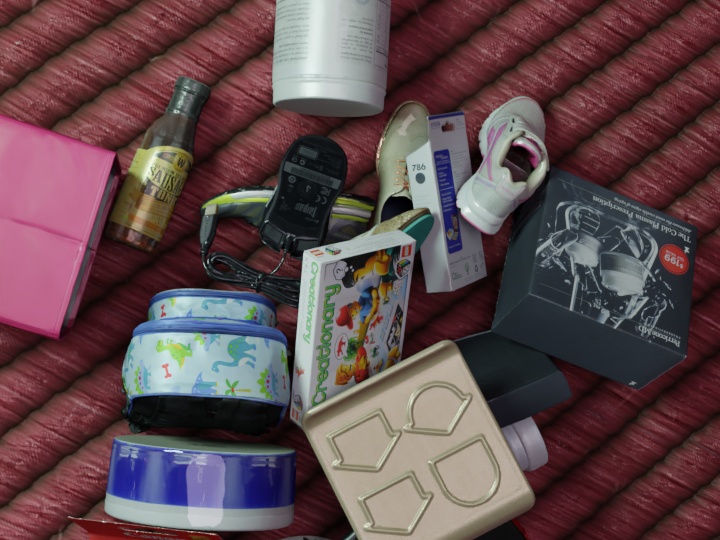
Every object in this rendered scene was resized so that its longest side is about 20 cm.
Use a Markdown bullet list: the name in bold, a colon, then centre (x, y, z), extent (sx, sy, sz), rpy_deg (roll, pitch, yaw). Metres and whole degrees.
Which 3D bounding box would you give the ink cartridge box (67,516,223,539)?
- **ink cartridge box**: centre (-0.204, 0.310, 1.225), extent (0.161, 0.200, 0.050), rpy_deg (4, 67, 10)

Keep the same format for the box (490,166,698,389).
- **box**: centre (0.273, 0.010, 1.352), extent (0.200, 0.104, 0.182), rpy_deg (21, 58, -10)

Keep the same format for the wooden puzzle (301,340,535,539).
- **wooden puzzle**: centre (0.060, 0.199, 1.235), extent (0.185, 0.046, 0.200), rpy_deg (-27, 88, -2)

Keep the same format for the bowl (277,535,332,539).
- **bowl**: centre (-0.061, 0.408, 1.322), extent (0.200, 0.094, 0.201), rpy_deg (0, 89, -10)

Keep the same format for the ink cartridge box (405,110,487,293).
- **ink cartridge box**: centre (0.098, -0.080, 1.351), extent (0.039, 0.099, 0.200), rpy_deg (-4, 97, 32)

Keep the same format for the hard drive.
- **hard drive**: centre (0.126, 0.130, 1.342), extent (0.200, 0.135, 0.042), rpy_deg (-18, 126, -13)

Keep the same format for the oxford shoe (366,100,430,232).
- **oxford shoe**: centre (0.054, -0.102, 1.362), extent (0.071, 0.074, 0.200), rpy_deg (8, 87, -10)

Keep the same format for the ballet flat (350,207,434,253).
- **ballet flat**: centre (0.000, 0.000, 1.292), extent (0.065, 0.071, 0.200), rpy_deg (34, 81, 30)

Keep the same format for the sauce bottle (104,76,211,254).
- **sauce bottle**: centre (-0.224, -0.120, 1.315), extent (0.066, 0.066, 0.200), rpy_deg (21, 87, -10)

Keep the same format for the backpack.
- **backpack**: centre (-0.163, 0.097, 1.253), extent (0.183, 0.200, 0.147), rpy_deg (3, 77, -9)

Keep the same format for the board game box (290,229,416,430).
- **board game box**: centre (-0.009, 0.063, 1.243), extent (0.126, 0.035, 0.200), rpy_deg (-14, 122, -35)

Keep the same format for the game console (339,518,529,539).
- **game console**: centre (0.074, 0.314, 1.286), extent (0.200, 0.031, 0.177), rpy_deg (-42, 106, -4)

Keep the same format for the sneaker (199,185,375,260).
- **sneaker**: centre (-0.084, -0.053, 1.338), extent (0.200, 0.074, 0.081), rpy_deg (5, 96, -4)

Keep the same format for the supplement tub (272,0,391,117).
- **supplement tub**: centre (-0.031, -0.282, 1.321), extent (0.132, 0.132, 0.200), rpy_deg (4, 89, -11)

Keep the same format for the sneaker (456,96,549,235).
- **sneaker**: centre (0.183, -0.133, 1.353), extent (0.081, 0.088, 0.200), rpy_deg (34, 52, -16)

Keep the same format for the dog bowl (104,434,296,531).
- **dog bowl**: centre (-0.168, 0.224, 1.250), extent (0.200, 0.200, 0.079), rpy_deg (5, 85, -10)

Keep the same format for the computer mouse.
- **computer mouse**: centre (-0.097, -0.060, 1.265), extent (0.140, 0.046, 0.200), rpy_deg (14, 70, -5)

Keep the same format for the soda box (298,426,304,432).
- **soda box**: centre (-0.018, 0.093, 1.351), extent (0.068, 0.064, 0.200), rpy_deg (13, 87, -9)

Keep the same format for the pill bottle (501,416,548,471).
- **pill bottle**: centre (0.110, 0.230, 1.347), extent (0.200, 0.112, 0.112), rpy_deg (-25, 93, -10)

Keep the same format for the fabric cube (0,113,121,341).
- **fabric cube**: centre (-0.375, -0.052, 1.219), extent (0.199, 0.196, 0.200), rpy_deg (17, 86, -10)
